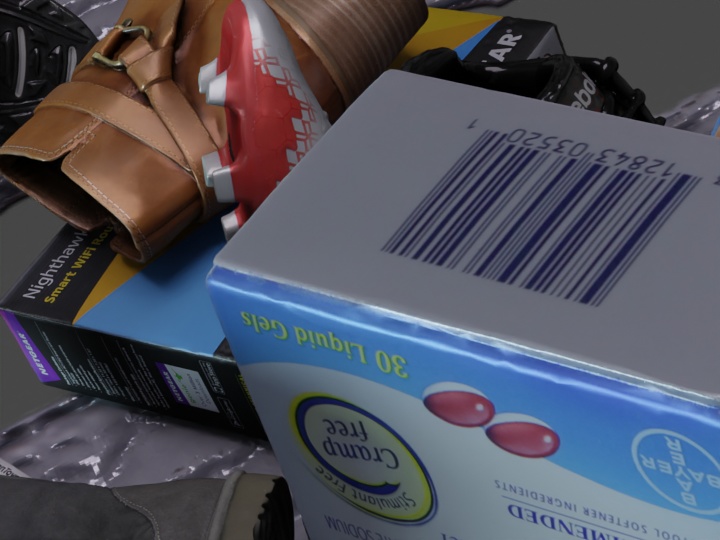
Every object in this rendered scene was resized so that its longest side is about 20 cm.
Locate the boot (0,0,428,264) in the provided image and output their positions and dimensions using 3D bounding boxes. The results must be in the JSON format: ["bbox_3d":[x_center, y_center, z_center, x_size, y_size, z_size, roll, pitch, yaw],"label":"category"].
[{"bbox_3d":[-0.086,-0.088,1.052,0.155,0.074,0.200,-43,37,-16],"label":"boot"}]

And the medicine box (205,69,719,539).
[{"bbox_3d":[0.077,0.059,0.780,0.182,0.200,0.103,14,49,37],"label":"medicine box"}]

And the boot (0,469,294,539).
[{"bbox_3d":[-0.134,0.127,0.890,0.199,0.073,0.182,4,35,12],"label":"boot"}]

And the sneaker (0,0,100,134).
[{"bbox_3d":[-0.207,-0.104,1.206,0.200,0.074,0.079,6,7,15],"label":"sneaker"}]

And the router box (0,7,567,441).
[{"bbox_3d":[-0.025,-0.025,1.043,0.149,0.051,0.200,10,49,36],"label":"router box"}]

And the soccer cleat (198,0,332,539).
[{"bbox_3d":[0.000,0.000,0.905,0.085,0.201,0.069,-15,9,-5],"label":"soccer cleat"}]

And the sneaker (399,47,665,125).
[{"bbox_3d":[0.089,-0.022,0.918,0.200,0.098,0.071,21,53,12],"label":"sneaker"}]

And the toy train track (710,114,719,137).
[{"bbox_3d":[0.167,-0.077,1.034,0.114,0.033,0.200,11,55,25],"label":"toy train track"}]

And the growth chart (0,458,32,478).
[{"bbox_3d":[-0.202,0.129,0.977,0.145,0.018,0.200,20,55,39],"label":"growth chart"}]
